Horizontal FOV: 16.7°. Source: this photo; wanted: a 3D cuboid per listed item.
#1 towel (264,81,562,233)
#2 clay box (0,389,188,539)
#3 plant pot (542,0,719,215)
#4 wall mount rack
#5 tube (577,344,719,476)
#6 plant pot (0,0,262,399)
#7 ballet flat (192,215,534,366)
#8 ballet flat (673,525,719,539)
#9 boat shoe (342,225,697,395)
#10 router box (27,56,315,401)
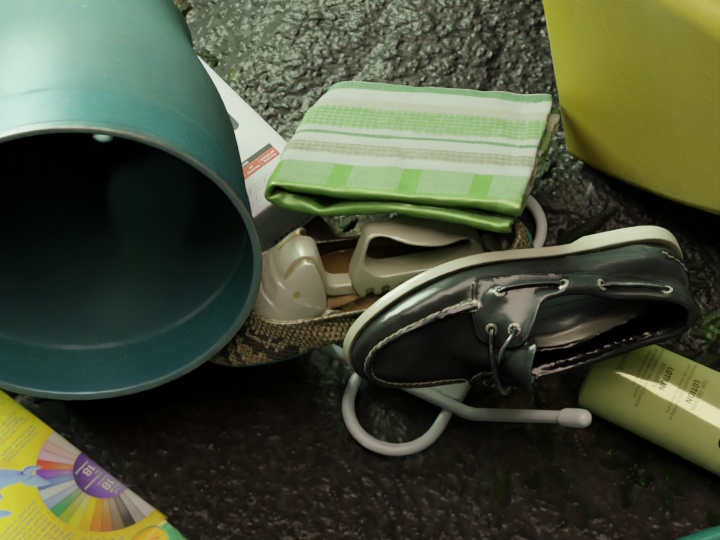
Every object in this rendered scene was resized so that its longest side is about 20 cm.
[{"bbox_3d":[0.033,-0.065,1.410,0.148,0.031,0.200,4,22,10],"label":"towel"},{"bbox_3d":[-0.196,0.146,1.369,0.200,0.048,0.115,36,66,18],"label":"clay box"},{"bbox_3d":[0.240,-0.143,1.423,0.199,0.201,0.176,-33,47,-18],"label":"plant pot"},{"bbox_3d":[0.076,0.022,1.424,0.173,0.075,0.201,23,63,14],"label":"wall mount rack"},{"bbox_3d":[0.224,0.095,1.398,0.199,0.052,0.058,26,106,9],"label":"tube"},{"bbox_3d":[-0.158,-0.064,1.363,0.198,0.201,0.189,-4,44,-2],"label":"plant pot"},{"bbox_3d":[0.000,0.000,1.361,0.198,0.075,0.068,-11,58,-2],"label":"ballet flat"},{"bbox_3d":[0.124,0.194,1.338,0.199,0.072,0.072,-14,60,-8],"label":"ballet flat"},{"bbox_3d":[0.092,0.034,1.334,0.198,0.075,0.066,-12,46,-13],"label":"boat shoe"},{"bbox_3d":[-0.156,-0.048,1.482,0.200,0.049,0.179,-37,66,-19],"label":"router box"}]
